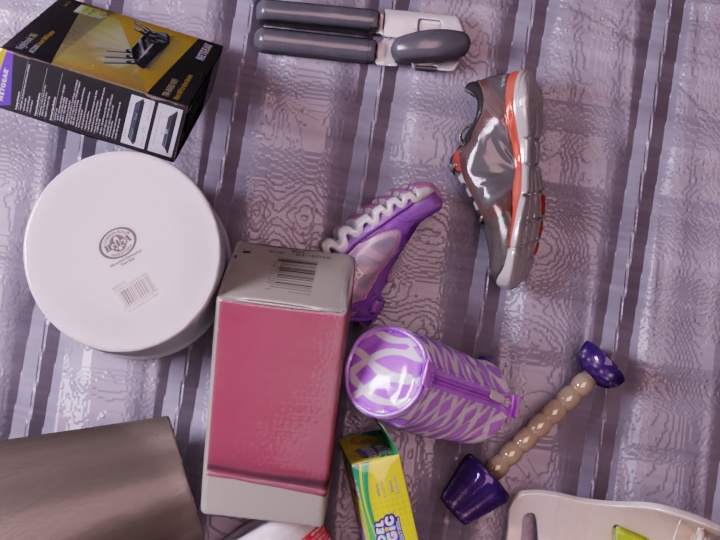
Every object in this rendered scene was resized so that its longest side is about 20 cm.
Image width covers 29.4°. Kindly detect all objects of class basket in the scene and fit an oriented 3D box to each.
[{"bbox_3d":[-0.244,0.208,1.184,0.198,0.136,0.183,-18,90,-10],"label":"basket"}]

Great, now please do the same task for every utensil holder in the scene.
[{"bbox_3d":[-0.194,-0.011,1.164,0.167,0.200,0.172,0,86,-5],"label":"utensil holder"}]

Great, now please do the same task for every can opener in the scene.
[{"bbox_3d":[0.002,-0.219,1.259,0.197,0.067,0.054,5,86,-5],"label":"can opener"}]

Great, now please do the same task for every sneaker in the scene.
[{"bbox_3d":[0.124,-0.083,1.273,0.081,0.077,0.203,1,85,22],"label":"sneaker"},{"bbox_3d":[0.000,0.000,1.246,0.199,0.080,0.089,-38,95,0],"label":"sneaker"}]

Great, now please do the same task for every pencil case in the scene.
[{"bbox_3d":[0.064,0.103,1.185,0.085,0.199,0.085,11,85,32],"label":"pencil case"}]

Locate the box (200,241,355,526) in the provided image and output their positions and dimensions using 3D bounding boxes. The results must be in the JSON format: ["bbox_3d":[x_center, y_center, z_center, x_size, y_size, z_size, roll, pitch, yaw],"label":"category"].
[{"bbox_3d":[-0.069,0.095,1.165,0.107,0.128,0.202,7,113,0],"label":"box"}]

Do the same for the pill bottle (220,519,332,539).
[{"bbox_3d":[-0.047,0.311,1.202,0.111,0.112,0.202,-28,90,-6],"label":"pill bottle"}]

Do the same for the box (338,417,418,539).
[{"bbox_3d":[0.023,0.223,1.199,0.048,0.117,0.203,-11,95,-6],"label":"box"}]

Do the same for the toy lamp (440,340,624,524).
[{"bbox_3d":[0.155,0.151,1.257,0.200,0.058,0.058,-45,91,-5],"label":"toy lamp"}]

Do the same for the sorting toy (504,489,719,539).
[{"bbox_3d":[0.202,0.287,1.238,0.178,0.107,0.202,22,85,4],"label":"sorting toy"}]

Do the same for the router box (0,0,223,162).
[{"bbox_3d":[-0.210,-0.168,1.173,0.155,0.200,0.053,16,113,-4],"label":"router box"}]
